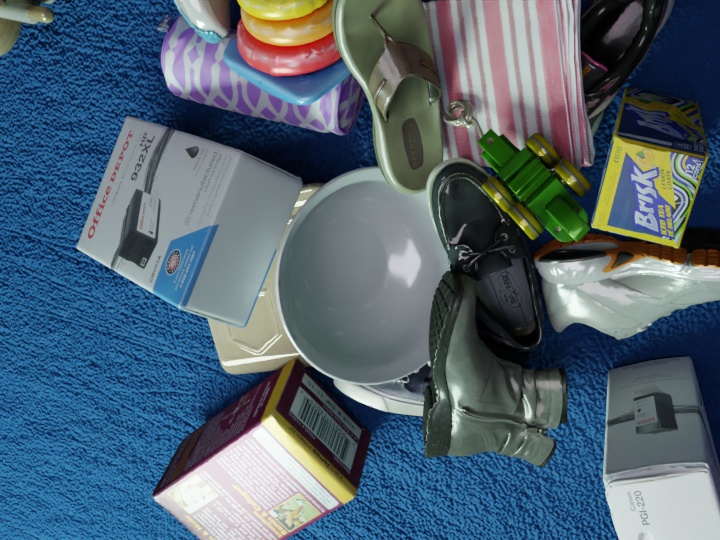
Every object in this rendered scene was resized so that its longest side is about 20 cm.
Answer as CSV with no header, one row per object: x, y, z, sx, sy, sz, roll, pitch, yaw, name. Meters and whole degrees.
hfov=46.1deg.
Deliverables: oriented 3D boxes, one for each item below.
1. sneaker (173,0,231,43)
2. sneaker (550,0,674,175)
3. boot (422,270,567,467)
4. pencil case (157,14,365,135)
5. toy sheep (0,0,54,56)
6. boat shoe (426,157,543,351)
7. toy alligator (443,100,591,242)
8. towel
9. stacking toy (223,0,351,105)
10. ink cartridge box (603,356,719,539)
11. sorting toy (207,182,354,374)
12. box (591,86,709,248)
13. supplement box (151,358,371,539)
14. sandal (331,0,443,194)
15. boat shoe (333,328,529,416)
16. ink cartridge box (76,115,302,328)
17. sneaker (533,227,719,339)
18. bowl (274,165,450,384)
-0.130,-0.303,0.746,0.080,0.076,0.203,-7,83,14,sneaker
0.181,-0.162,0.705,0.080,0.086,0.201,31,115,7,sneaker
0.126,0.090,0.768,0.129,0.068,0.202,1,120,0,boot
-0.091,-0.188,0.802,0.198,0.086,0.084,18,150,13,pencil case
-0.352,-0.311,0.825,0.136,0.138,0.203,14,98,14,toy sheep
0.118,-0.006,0.759,0.074,0.066,0.201,-20,120,5,boat shoe
0.130,-0.075,0.675,0.059,0.201,0.054,-43,132,9,toy alligator
0.107,-0.162,0.722,0.199,0.030,0.148,12,119,48,towel
-0.062,-0.244,0.666,0.116,0.110,0.201,32,155,28,stacking toy
0.268,0.183,0.731,0.084,0.200,0.147,-14,104,23,ink cartridge box
-0.088,0.013,0.896,0.183,0.037,0.202,-8,110,22,sorting toy
0.223,-0.087,0.652,0.064,0.200,0.071,15,115,13,box
-0.105,0.213,0.920,0.199,0.104,0.131,-36,107,26,supplement box
0.038,-0.151,0.694,0.079,0.057,0.202,-28,123,-11,sandal
0.075,0.095,0.846,0.197,0.075,0.094,12,108,5,boat shoe
-0.167,-0.051,0.800,0.199,0.083,0.147,22,91,43,ink cartridge box
0.258,0.018,0.756,0.198,0.076,0.093,1,116,27,sneaker
0.000,0.000,0.803,0.199,0.090,0.204,-4,100,-25,bowl
